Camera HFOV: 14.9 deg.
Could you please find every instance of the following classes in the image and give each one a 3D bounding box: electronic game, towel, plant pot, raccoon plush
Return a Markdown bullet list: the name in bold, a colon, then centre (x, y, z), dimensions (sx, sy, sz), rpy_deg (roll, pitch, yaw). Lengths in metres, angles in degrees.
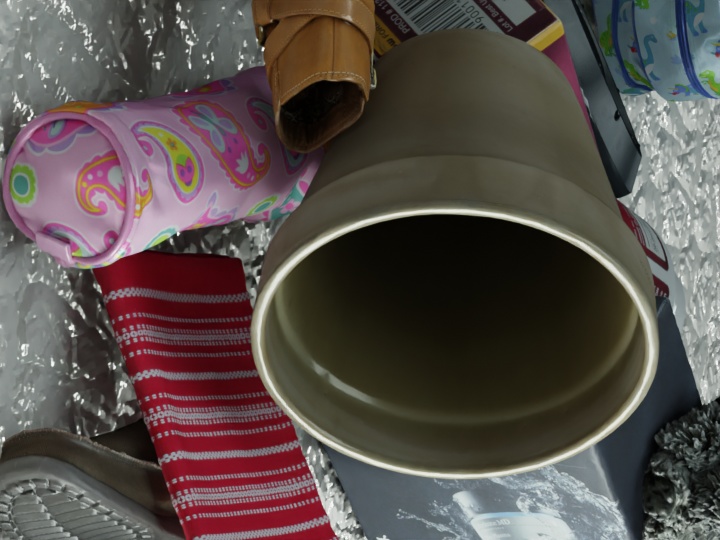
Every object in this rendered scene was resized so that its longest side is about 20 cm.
- **electronic game**: centre (0.124, -0.138, 1.697), dimensions (0.200, 0.041, 0.201), rpy_deg (-23, 90, -82)
- **towel**: centre (-0.068, 0.082, 1.412), dimensions (0.144, 0.022, 0.201), rpy_deg (8, 59, -64)
- **plant pot**: centre (0.051, -0.024, 1.389), dimensions (0.200, 0.199, 0.174), rpy_deg (63, 23, -43)
- **raccoon plush**: centre (0.244, 0.108, 1.544), dimensions (0.097, 0.134, 0.201), rpy_deg (49, 55, -49)

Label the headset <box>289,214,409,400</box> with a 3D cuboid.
- **headset**: centre (0.000, 0.000, 1.511), dimensions (0.200, 0.094, 0.124), rpy_deg (-67, 173, -51)

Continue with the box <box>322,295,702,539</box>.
- **box**: centre (0.097, 0.111, 1.625), dimensions (0.118, 0.196, 0.200), rpy_deg (-58, 141, -35)

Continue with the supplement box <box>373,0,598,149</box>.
- **supplement box**: centre (0.068, -0.095, 1.566), dimensions (0.086, 0.110, 0.200), rpy_deg (-36, 148, -7)

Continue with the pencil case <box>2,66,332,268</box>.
- **pencil case**: centre (-0.091, -0.052, 1.385), dimensions (0.200, 0.087, 0.088), rpy_deg (-17, 109, -59)

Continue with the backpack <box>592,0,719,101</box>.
- **backpack**: centre (0.242, -0.192, 1.893), dimensions (0.200, 0.153, 0.164), rpy_deg (-76, 159, -59)

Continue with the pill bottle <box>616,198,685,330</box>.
- **pill bottle**: centre (0.132, 0.001, 1.747), dimensions (0.200, 0.113, 0.113), rpy_deg (31, 68, -57)

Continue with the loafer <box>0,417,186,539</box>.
- **loafer**: centre (-0.122, 0.108, 1.388), dimensions (0.200, 0.073, 0.071), rpy_deg (35, 49, -59)

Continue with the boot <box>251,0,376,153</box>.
- **boot**: centre (-0.024, -0.133, 1.398), dimensions (0.200, 0.076, 0.156), rpy_deg (126, -39, -69)
